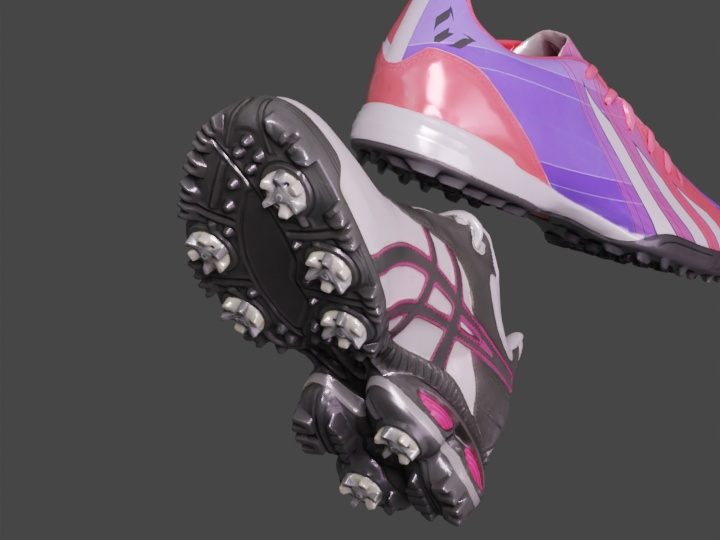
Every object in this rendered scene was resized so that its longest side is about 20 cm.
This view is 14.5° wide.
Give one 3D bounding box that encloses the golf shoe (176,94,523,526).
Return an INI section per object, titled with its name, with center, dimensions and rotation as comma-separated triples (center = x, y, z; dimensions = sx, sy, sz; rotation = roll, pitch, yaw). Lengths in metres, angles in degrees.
[golf shoe]
center = 0.000, 0.000, 0.998
dimensions = 0.088, 0.077, 0.200
rotation = -57, 141, -30

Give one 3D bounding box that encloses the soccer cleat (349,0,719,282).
[soccer cleat]
center = 0.081, -0.047, 1.054
dimensions = 0.200, 0.068, 0.073
rotation = 20, 86, -42
